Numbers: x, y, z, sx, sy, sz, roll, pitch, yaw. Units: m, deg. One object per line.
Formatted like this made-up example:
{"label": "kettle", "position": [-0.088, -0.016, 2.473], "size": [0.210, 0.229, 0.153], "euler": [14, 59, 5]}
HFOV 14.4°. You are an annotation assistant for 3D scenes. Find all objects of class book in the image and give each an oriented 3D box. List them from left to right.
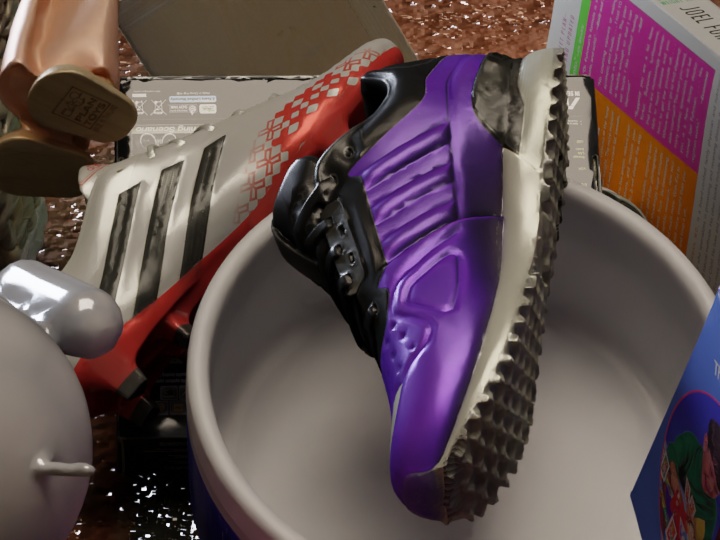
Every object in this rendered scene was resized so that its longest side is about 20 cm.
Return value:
{"label": "book", "position": [0.141, -0.051, 1.242], "size": [0.048, 0.134, 0.200], "euler": [-11, 33, -21]}

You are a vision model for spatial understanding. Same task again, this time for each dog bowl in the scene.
{"label": "dog bowl", "position": [0.036, 0.059, 1.043], "size": [0.200, 0.079, 0.200], "euler": [2, 52, -3]}

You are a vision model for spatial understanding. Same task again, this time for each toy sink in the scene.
{"label": "toy sink", "position": [-0.042, -0.096, 1.309], "size": [0.112, 0.200, 0.130], "euler": [-33, 35, 1]}

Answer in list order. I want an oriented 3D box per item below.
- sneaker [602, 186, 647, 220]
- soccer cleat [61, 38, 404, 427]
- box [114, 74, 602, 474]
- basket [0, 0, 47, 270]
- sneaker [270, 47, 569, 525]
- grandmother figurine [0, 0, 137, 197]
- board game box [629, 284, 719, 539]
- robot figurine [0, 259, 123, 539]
{"label": "sneaker", "position": [0.022, -0.010, 1.244], "size": [0.200, 0.074, 0.089], "euler": [0, 16, -5]}
{"label": "soccer cleat", "position": [-0.062, -0.029, 1.107], "size": [0.085, 0.069, 0.200], "euler": [38, 73, 15]}
{"label": "box", "position": [0.000, 0.000, 1.157], "size": [0.200, 0.044, 0.160], "euler": [-1, 67, -4]}
{"label": "basket", "position": [-0.246, -0.038, 1.181], "size": [0.200, 0.161, 0.198], "euler": [2, 32, 5]}
{"label": "sneaker", "position": [0.015, 0.002, 0.999], "size": [0.099, 0.070, 0.200], "euler": [5, 50, 9]}
{"label": "grandmother figurine", "position": [-0.116, -0.127, 1.173], "size": [0.061, 0.121, 0.200], "euler": [28, 38, -28]}
{"label": "board game box", "position": [0.140, 0.122, 0.879], "size": [0.045, 0.135, 0.200], "euler": [-5, 58, -12]}
{"label": "robot figurine", "position": [-0.161, 0.049, 0.950], "size": [0.170, 0.113, 0.200], "euler": [-35, 29, -17]}
